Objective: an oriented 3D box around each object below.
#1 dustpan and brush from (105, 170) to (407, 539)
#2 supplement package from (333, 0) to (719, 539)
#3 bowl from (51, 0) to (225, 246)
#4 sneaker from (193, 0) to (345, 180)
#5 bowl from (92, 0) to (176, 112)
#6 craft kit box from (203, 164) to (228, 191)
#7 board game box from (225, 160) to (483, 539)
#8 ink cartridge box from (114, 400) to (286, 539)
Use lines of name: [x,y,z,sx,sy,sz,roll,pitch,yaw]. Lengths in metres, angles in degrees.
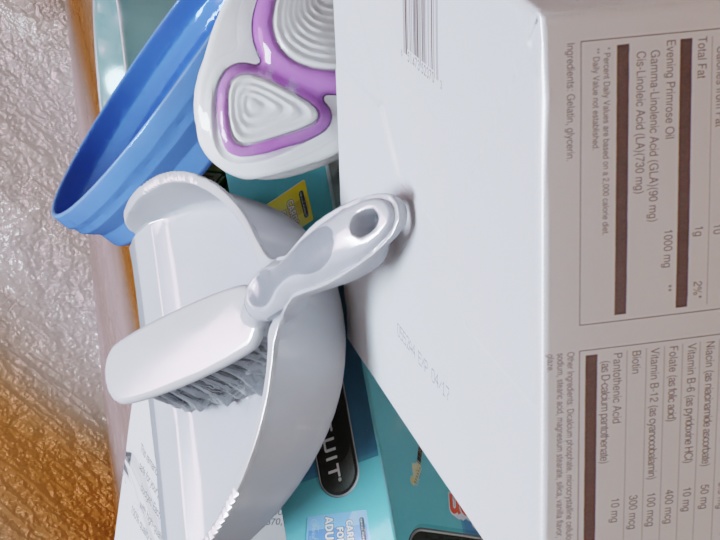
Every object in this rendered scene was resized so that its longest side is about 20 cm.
dustpan and brush: [-0.035,0.016,0.624,0.200,0.057,0.140,-26,65,45]
supplement package: [0.069,-0.023,0.544,0.200,0.111,0.156,-128,34,-66]
bowl: [-0.081,-0.098,0.962,0.201,0.039,0.201,-49,16,19]
sneaker: [0.009,-0.100,0.685,0.200,0.075,0.100,-53,2,-24]
bowl: [-0.123,-0.130,1.352,0.201,0.105,0.201,175,90,-77]
craft kit box: [-0.058,0.012,1.086,0.200,0.048,0.198,-62,-23,-62]
board game box: [0.025,0.052,0.717,0.151,0.047,0.200,19,-125,-54]
ink cartridge box: [-0.050,0.127,0.857,0.144,0.084,0.200,-139,53,-59]
